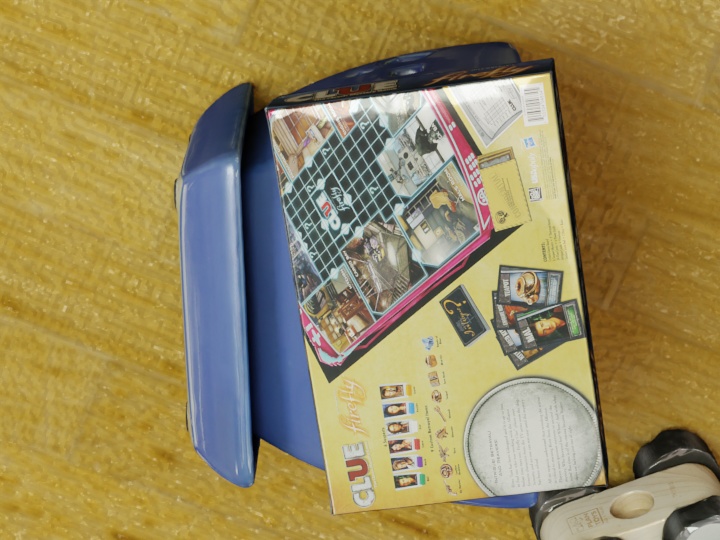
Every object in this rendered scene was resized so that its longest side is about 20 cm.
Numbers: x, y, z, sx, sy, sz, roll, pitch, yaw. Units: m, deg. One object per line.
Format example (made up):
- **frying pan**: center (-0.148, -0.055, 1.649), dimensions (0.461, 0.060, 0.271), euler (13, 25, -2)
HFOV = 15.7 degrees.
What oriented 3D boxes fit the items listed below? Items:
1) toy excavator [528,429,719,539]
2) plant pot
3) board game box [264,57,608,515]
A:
- **toy excavator**: center (0.144, 0.218, 1.479), dimensions (0.194, 0.100, 0.201), euler (-19, 116, 0)
- **plant pot**: center (0.000, 0.000, 1.346), dimensions (0.179, 0.200, 0.201), euler (-2, 106, 1)
- **board game box**: center (0.038, 0.009, 1.228), dimensions (0.135, 0.035, 0.201), euler (-6, 104, 8)
